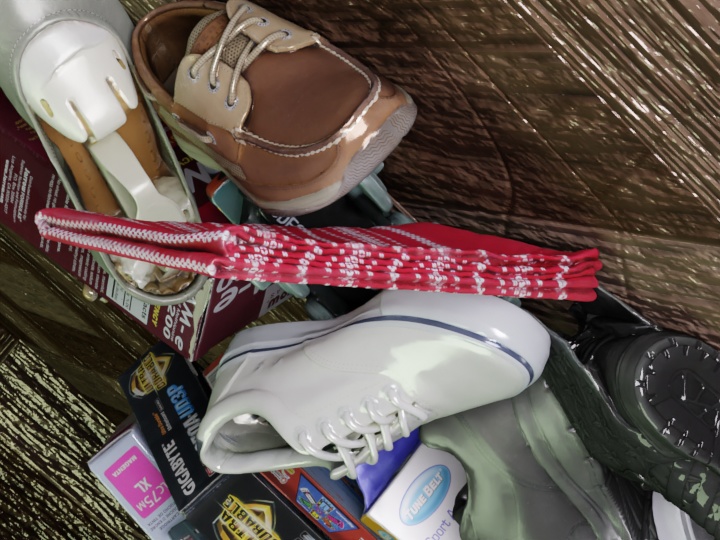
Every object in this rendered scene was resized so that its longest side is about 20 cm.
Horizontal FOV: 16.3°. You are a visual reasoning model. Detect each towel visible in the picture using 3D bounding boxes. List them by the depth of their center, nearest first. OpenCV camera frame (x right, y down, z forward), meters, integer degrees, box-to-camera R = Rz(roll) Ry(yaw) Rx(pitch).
[{"bbox_3d":[-0.015,-0.010,1.044,0.199,0.023,0.144,4,-176,-36],"label":"towel"}]

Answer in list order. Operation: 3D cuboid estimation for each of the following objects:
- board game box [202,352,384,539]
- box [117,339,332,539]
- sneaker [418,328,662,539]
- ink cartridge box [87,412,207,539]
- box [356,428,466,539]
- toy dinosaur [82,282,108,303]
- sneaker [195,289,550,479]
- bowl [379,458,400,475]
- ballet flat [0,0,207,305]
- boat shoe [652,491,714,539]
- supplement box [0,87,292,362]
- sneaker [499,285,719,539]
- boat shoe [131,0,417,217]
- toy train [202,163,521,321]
[{"bbox_3d":[-0.006,0.133,1.374,0.200,0.019,0.103,46,-174,-30],"label":"board game box"},{"bbox_3d":[-0.041,0.140,1.406,0.200,0.046,0.159,46,-175,-30],"label":"box"},{"bbox_3d":[0.095,0.122,1.197,0.201,0.090,0.076,64,-159,-19],"label":"sneaker"},{"bbox_3d":[-0.072,0.165,1.451,0.200,0.042,0.119,51,-174,-4],"label":"ink cartridge box"},{"bbox_3d":[0.095,0.130,1.311,0.200,0.119,0.041,39,169,-1],"label":"box"},{"bbox_3d":[-0.106,-0.048,1.389,0.101,0.058,0.200,24,-149,-12],"label":"toy dinosaur"},{"bbox_3d":[0.004,0.059,1.117,0.073,0.071,0.200,37,148,-28],"label":"sneaker"},{"bbox_3d":[0.037,0.096,1.441,0.201,0.090,0.201,38,169,9],"label":"bowl"},{"bbox_3d":[-0.115,-0.066,1.150,0.064,0.067,0.200,46,164,50],"label":"ballet flat"},{"bbox_3d":[0.218,0.164,1.199,0.066,0.070,0.200,-23,109,45],"label":"boat shoe"},{"bbox_3d":[-0.121,-0.047,1.309,0.200,0.109,0.061,35,132,21],"label":"supplement box"},{"bbox_3d":[0.145,0.075,1.098,0.200,0.060,0.104,48,166,-17],"label":"sneaker"},{"bbox_3d":[-0.047,-0.076,1.073,0.072,0.076,0.200,47,165,-27],"label":"boat shoe"},{"bbox_3d":[0.000,0.000,1.217,0.200,0.085,0.114,45,177,-26],"label":"toy train"}]
